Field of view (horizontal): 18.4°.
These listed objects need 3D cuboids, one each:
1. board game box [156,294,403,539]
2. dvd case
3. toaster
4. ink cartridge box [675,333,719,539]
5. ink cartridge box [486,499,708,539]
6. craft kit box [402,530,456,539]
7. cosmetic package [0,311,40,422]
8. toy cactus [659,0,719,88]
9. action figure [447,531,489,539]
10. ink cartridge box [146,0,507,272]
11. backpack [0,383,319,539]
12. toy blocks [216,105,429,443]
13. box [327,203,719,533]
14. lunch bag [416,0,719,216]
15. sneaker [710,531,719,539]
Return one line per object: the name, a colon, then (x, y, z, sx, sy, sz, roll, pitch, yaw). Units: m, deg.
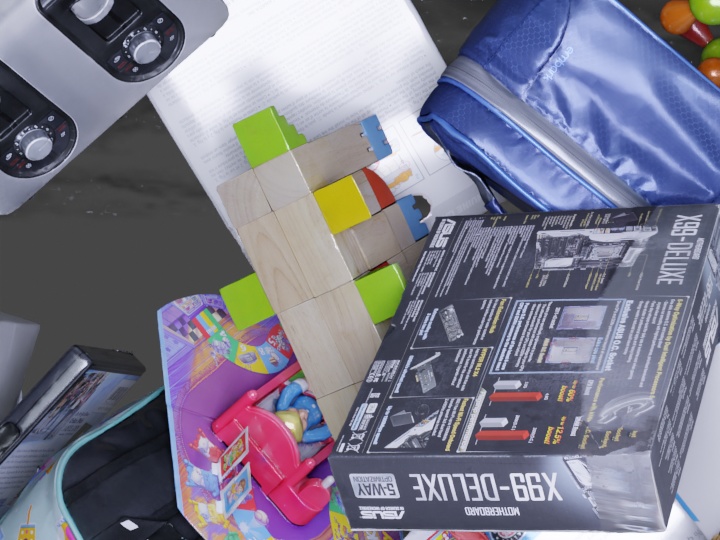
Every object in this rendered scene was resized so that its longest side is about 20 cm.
board game box: (-0.031, 0.086, 1.213, 0.039, 0.158, 0.201, -43, 41, 33)
dvd case: (-0.206, 0.120, 1.247, 0.018, 0.143, 0.200, 44, 91, 8)
toaster: (-0.197, -0.166, 1.239, 0.181, 0.119, 0.200, -39, 54, 8)
ink cartridge box: (0.258, 0.058, 1.191, 0.129, 0.200, 0.125, 51, 133, 3)
ink cartridge box: (0.160, 0.165, 1.248, 0.145, 0.084, 0.200, -44, 86, 3)
craft kit box: (0.106, 0.232, 1.165, 0.048, 0.200, 0.197, -43, 65, -12)
cosmetic package: (-0.248, 0.064, 1.225, 0.090, 0.200, 0.107, 17, 87, 3)
toy cactus: (0.251, -0.117, 1.192, 0.102, 0.200, 0.165, -28, 88, -32)
action figure: (0.063, 0.094, 1.175, 0.065, 0.200, 0.052, -38, 97, 4)
ink cartridge box: (-0.026, -0.093, 1.300, 0.161, 0.050, 0.200, -30, 105, 2)
backpack: (-0.111, 0.166, 1.210, 0.153, 0.200, 0.176, -39, 86, 23)
toy blocks: (0.000, 0.000, 1.228, 0.100, 0.137, 0.201, -24, 92, 25)
box: (0.089, 0.044, 1.088, 0.157, 0.200, 0.050, -2, 125, 22)
lunch bag: (0.133, -0.062, 1.229, 0.200, 0.136, 0.132, 39, 93, -4)
sneaker: (0.199, 0.184, 1.124, 0.090, 0.200, 0.075, 41, 52, 4)
